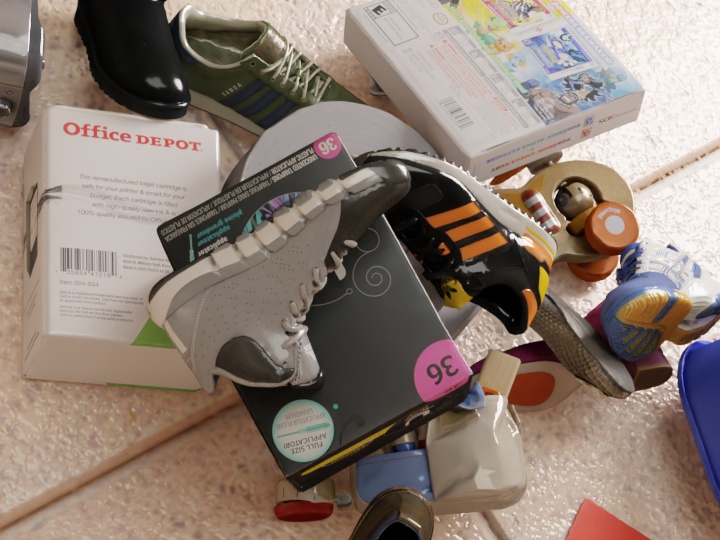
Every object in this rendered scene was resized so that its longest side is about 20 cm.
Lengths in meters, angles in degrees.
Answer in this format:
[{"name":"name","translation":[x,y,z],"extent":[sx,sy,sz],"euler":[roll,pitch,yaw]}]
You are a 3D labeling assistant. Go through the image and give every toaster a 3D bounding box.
[{"name":"toaster","translation":[-0.321,-0.215,1.450],"extent":[0.129,0.114,0.201],"euler":[7,61,-18]}]

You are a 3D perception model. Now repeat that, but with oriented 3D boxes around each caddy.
[{"name":"caddy","translation":[0.344,0.143,1.547],"extent":[0.141,0.105,0.201],"euler":[12,54,-46]}]

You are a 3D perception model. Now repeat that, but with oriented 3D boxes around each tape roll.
[{"name":"tape roll","translation":[-0.015,-0.032,1.453],"extent":[0.199,0.066,0.201],"euler":[7,70,-21]}]

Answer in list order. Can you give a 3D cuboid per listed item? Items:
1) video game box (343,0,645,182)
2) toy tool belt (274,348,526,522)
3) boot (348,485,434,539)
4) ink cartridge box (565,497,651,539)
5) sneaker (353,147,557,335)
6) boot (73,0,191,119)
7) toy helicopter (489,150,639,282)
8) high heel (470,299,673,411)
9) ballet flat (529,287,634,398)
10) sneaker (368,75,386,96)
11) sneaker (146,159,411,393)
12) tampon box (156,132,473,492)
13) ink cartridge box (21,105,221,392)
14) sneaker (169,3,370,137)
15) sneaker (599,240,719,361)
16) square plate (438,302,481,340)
[{"name":"video game box","translation":[0.111,-0.176,1.538],"extent":[0.182,0.047,0.200],"euler":[-23,56,-20]},{"name":"toy tool belt","translation":[0.030,0.127,1.402],"extent":[0.199,0.125,0.123],"euler":[-4,72,1]},{"name":"boot","translation":[-0.006,0.249,1.286],"extent":[0.074,0.097,0.201],"euler":[22,88,1]},{"name":"ink cartridge box","translation":[0.216,0.292,1.437],"extent":[0.162,0.057,0.200],"euler":[34,59,-3]},{"name":"sneaker","translation":[0.070,-0.020,1.397],"extent":[0.200,0.070,0.090],"euler":[28,60,-28]},{"name":"boot","translation":[-0.173,-0.237,1.461],"extent":[0.073,0.163,0.198],"euler":[3,34,-30]},{"name":"toy helicopter","translation":[0.145,-0.065,1.597],"extent":[0.199,0.079,0.133],"euler":[0,68,-10]},{"name":"high heel","translation":[0.166,0.064,1.547],"extent":[0.199,0.068,0.096],"euler":[0,46,-27]},{"name":"ballet flat","translation":[0.146,0.039,1.487],"extent":[0.200,0.046,0.067],"euler":[46,14,18]},{"name":"sneaker","translation":[0.078,-0.167,1.601],"extent":[0.108,0.070,0.200],"euler":[-12,43,-29]},{"name":"sneaker","translation":[-0.034,0.017,1.205],"extent":[0.200,0.075,0.116],"euler":[-30,84,8]},{"name":"tampon box","translation":[-0.032,0.034,1.296],"extent":[0.149,0.126,0.200],"euler":[-29,79,-4]},{"name":"ink cartridge box","translation":[-0.186,-0.016,1.412],"extent":[0.145,0.084,0.201],"euler":[7,61,-21]},{"name":"sneaker","translation":[-0.077,-0.164,1.519],"extent":[0.199,0.090,0.067],"euler":[20,52,3]},{"name":"sneaker","translation":[0.238,0.019,1.519],"extent":[0.088,0.075,0.200],"euler":[51,23,20]},{"name":"square plate","translation":[0.000,0.000,1.513],"extent":[0.200,0.028,0.198],"euler":[40,58,4]}]
